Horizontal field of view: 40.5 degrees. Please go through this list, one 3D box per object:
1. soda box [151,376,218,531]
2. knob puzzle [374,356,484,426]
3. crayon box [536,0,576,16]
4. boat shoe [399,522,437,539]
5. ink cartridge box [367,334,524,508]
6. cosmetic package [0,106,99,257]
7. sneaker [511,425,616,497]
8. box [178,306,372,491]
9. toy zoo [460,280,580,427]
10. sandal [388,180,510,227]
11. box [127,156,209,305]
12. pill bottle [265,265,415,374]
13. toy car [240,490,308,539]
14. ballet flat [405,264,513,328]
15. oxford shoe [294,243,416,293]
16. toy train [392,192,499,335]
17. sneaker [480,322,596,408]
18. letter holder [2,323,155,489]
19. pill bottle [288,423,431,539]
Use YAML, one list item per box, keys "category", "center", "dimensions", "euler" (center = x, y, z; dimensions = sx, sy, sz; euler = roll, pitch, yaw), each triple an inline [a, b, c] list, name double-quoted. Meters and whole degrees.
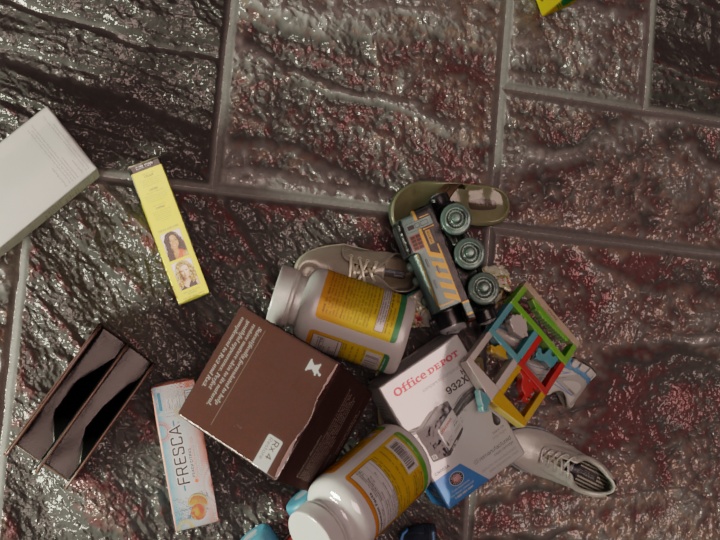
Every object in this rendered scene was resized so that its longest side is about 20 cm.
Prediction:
- category: "soda box"
  center: [-0.247, 0.254, 1.368]
  dimensions: [0.062, 0.068, 0.204]
  euler: [-9, 89, -12]
- category: "knob puzzle"
  center: [0.116, 0.243, 1.472]
  dimensions: [0.215, 0.030, 0.225]
  euler: [1, 87, -13]
- category: "crayon box"
  center: [0.291, -0.510, 1.474]
  dimensions: [0.057, 0.172, 0.203]
  euler: [-22, 93, -9]
- category: "boat shoe"
  center: [0.118, 0.472, 1.433]
  dimensions: [0.067, 0.084, 0.203]
  euler: [-20, 94, -1]
- category: "ink cartridge box"
  center: [0.122, 0.215, 1.415]
  dimensions: [0.144, 0.084, 0.202]
  euler: [-31, 92, -13]
- category: "cosmetic package"
  center: [-0.467, -0.114, 1.331]
  dimensions: [0.199, 0.081, 0.113]
  euler: [-39, 96, -11]
- category: "sneaker"
  center: [0.304, 0.289, 1.491]
  dimensions: [0.197, 0.071, 0.074]
  euler: [21, 83, -11]
- category: "box"
  center: [-0.107, 0.178, 1.311]
  dimensions: [0.162, 0.200, 0.168]
  euler: [28, 80, 20]
- category: "toy zoo"
  center: [0.226, 0.131, 1.413]
  dimensions: [0.131, 0.020, 0.201]
  euler: [46, 62, -10]
- category: "sandal"
  center: [0.137, -0.101, 1.479]
  dimensions: [0.197, 0.057, 0.082]
  euler: [-7, 89, -13]
- category: "box"
  center: [-0.269, -0.054, 1.377]
  dimensions: [0.049, 0.075, 0.203]
  euler: [-21, 93, -10]
- category: "pill bottle"
  center: [-0.029, 0.064, 1.382]
  dimensions: [0.196, 0.113, 0.115]
  euler: [18, 84, -2]
- category: "toy car"
  center: [-0.056, 0.424, 1.337]
  dimensions: [0.176, 0.200, 0.186]
  euler: [-35, 95, -12]
- category: "ballet flat"
  center: [0.143, 0.046, 1.462]
  dimensions: [0.197, 0.076, 0.064]
  euler: [-21, 50, -12]
- category: "oxford shoe"
  center: [0.000, 0.000, 1.444]
  dimensions: [0.196, 0.058, 0.077]
  euler: [4, 90, -10]
- category: "toy train"
  center: [0.124, -0.008, 1.407]
  dimensions: [0.112, 0.085, 0.203]
  euler: [-21, 84, -1]
- category: "sneaker"
  center: [0.263, 0.147, 1.491]
  dimensions: [0.198, 0.075, 0.088]
  euler: [29, 87, -10]
- category: "letter holder"
  center: [-0.372, 0.182, 1.306]
  dimensions: [0.100, 0.142, 0.202]
  euler: [36, 80, -8]
- category: "pill bottle"
  center: [-0.002, 0.305, 1.317]
  dimensions: [0.199, 0.110, 0.112]
  euler: [-33, 95, -41]
